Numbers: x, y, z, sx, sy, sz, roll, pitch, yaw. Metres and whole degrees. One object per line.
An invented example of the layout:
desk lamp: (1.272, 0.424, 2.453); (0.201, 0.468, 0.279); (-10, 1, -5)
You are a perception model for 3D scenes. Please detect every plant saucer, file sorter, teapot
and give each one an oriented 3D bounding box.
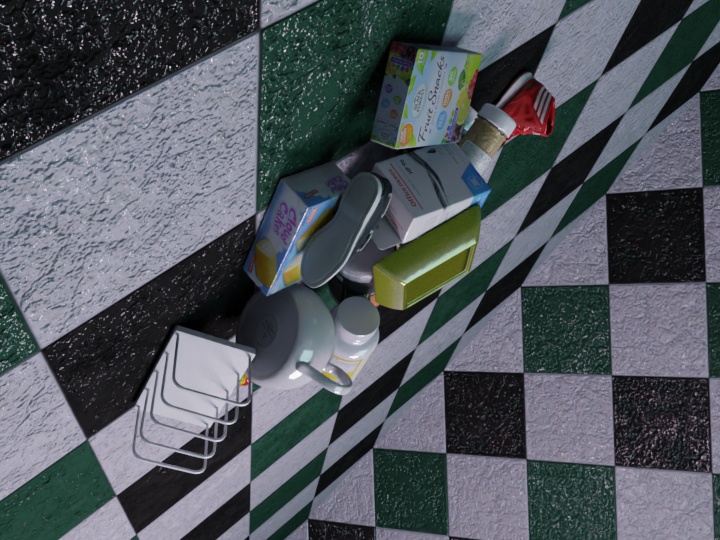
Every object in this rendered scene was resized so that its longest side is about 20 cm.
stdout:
plant saucer: (0.118, -0.006, 1.320); (0.199, 0.048, 0.200); (-30, 161, -8)
file sorter: (-0.273, 0.216, 1.284); (0.138, 0.125, 0.201); (20, 125, -22)
teapot: (-0.109, 0.121, 1.372); (0.196, 0.202, 0.145); (-15, 155, 40)

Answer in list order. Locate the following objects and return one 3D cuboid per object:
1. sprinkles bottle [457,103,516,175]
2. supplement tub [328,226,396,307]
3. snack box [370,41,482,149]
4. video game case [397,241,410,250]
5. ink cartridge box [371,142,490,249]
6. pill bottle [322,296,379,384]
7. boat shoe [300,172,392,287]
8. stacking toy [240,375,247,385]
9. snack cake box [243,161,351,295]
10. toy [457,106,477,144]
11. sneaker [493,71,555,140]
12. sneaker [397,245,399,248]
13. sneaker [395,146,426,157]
sprinkles bottle: (0.187, -0.190, 1.378); (0.201, 0.068, 0.068); (-55, 161, 4)
supplement tub: (0.000, 0.000, 1.495); (0.122, 0.123, 0.200); (-37, 161, -21)
snack box: (0.101, -0.260, 1.183); (0.199, 0.053, 0.143); (-17, 124, -54)
video game case: (0.086, -0.042, 1.466); (0.200, 0.018, 0.144); (54, 56, -83)
ink cartridge box: (0.090, -0.121, 1.244); (0.199, 0.116, 0.068); (-22, 156, -29)
pill bottle: (-0.029, 0.132, 1.491); (0.112, 0.112, 0.200); (-32, 163, -32)
boat shoe: (-0.018, -0.056, 1.195); (0.200, 0.076, 0.060); (-52, 156, 21)
stacking toy: (-0.244, 0.193, 1.472); (0.085, 0.085, 0.200); (-47, 166, 9)
snack cake box: (-0.096, -0.064, 1.237); (0.115, 0.067, 0.201); (-25, 154, -43)
toy: (0.159, -0.193, 1.436); (0.115, 0.047, 0.200); (35, 105, -30)
sneaker: (0.298, -0.274, 1.546); (0.078, 0.116, 0.201); (-15, 146, -57)
sneaker: (0.088, -0.023, 1.690); (0.077, 0.089, 0.201); (-21, 151, -50)
sneaker: (0.076, -0.188, 1.338); (0.201, 0.078, 0.140); (-56, 159, 6)
